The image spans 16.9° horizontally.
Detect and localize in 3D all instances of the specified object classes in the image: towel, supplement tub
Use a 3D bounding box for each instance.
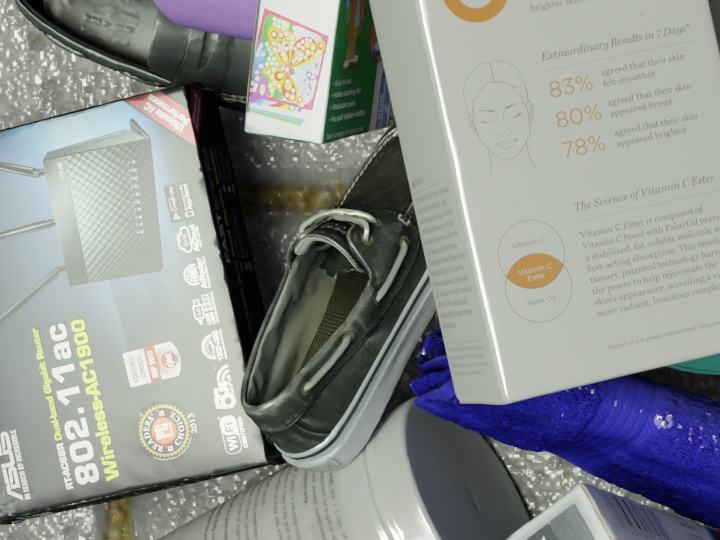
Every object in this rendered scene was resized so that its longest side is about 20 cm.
[{"bbox_3d":[0.125,0.078,1.152,0.199,0.148,0.050,20,84,-4],"label":"towel"},{"bbox_3d":[-0.021,0.165,1.254,0.200,0.132,0.132,-31,86,23],"label":"supplement tub"}]

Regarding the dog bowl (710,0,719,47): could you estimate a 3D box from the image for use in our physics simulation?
[{"bbox_3d":[0.226,-0.117,1.129,0.199,0.059,0.201,7,120,12],"label":"dog bowl"}]

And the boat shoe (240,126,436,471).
[{"bbox_3d":[0.000,0.000,1.208,0.072,0.071,0.201,2,62,36],"label":"boat shoe"}]

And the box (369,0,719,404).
[{"bbox_3d":[0.087,-0.054,1.032,0.124,0.097,0.201,-12,90,-10],"label":"box"}]

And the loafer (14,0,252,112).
[{"bbox_3d":[-0.088,-0.121,1.271,0.200,0.070,0.068,17,104,18],"label":"loafer"}]

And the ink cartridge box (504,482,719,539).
[{"bbox_3d":[0.089,0.189,1.185,0.200,0.198,0.043,-40,57,19],"label":"ink cartridge box"}]

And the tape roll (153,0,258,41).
[{"bbox_3d":[-0.039,-0.211,1.170,0.065,0.200,0.201,12,102,19],"label":"tape roll"}]

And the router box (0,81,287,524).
[{"bbox_3d":[-0.130,0.017,1.239,0.149,0.062,0.201,-14,88,13],"label":"router box"}]

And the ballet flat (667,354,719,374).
[{"bbox_3d":[0.205,0.014,1.147,0.199,0.072,0.072,4,101,-15],"label":"ballet flat"}]

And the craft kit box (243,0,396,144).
[{"bbox_3d":[0.011,-0.168,1.159,0.048,0.200,0.199,8,101,19],"label":"craft kit box"}]
